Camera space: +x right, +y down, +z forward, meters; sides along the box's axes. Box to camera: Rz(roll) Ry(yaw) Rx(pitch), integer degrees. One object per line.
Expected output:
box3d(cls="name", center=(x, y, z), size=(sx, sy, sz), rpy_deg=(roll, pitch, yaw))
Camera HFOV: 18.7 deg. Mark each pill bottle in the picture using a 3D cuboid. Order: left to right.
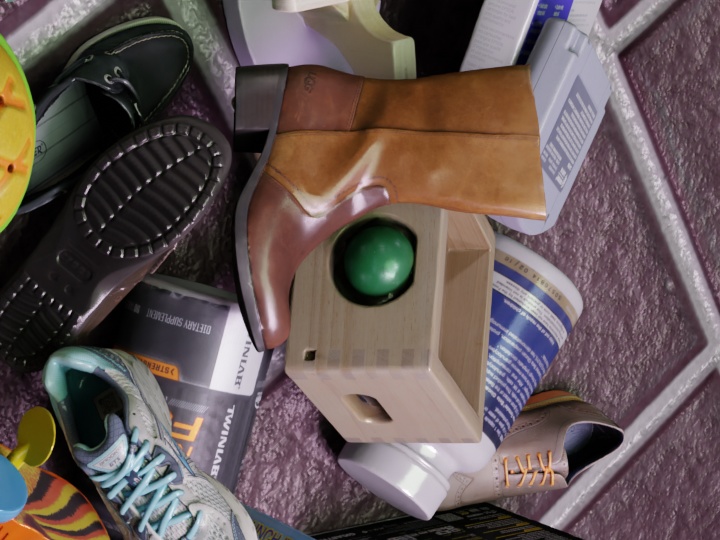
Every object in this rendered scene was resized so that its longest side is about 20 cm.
box3d(cls="pill bottle", center=(-0.126, 0.109, 1.453), size=(0.106, 0.106, 0.201), rpy_deg=(13, 92, -41))
box3d(cls="pill bottle", center=(0.069, 0.078, 1.606), size=(0.111, 0.111, 0.200), rpy_deg=(45, 72, -38))

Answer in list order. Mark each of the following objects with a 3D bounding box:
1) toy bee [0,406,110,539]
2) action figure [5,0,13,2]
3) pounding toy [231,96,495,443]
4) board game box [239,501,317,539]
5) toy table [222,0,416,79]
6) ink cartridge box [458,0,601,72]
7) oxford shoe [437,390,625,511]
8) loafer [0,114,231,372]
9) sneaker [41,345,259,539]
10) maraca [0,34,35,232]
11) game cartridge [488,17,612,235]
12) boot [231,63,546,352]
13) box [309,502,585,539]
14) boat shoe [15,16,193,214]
box3d(cls="toy bee", center=(-0.238, 0.117, 1.326), size=(0.131, 0.109, 0.200), rpy_deg=(-27, 131, 16))
box3d(cls="action figure", center=(-0.156, -0.217, 1.376), size=(0.199, 0.055, 0.119), rpy_deg=(1, 91, -49))
box3d(cls="pounding toy", center=(0.000, 0.000, 1.482), size=(0.200, 0.141, 0.185), rpy_deg=(54, 38, -63))
box3d(cls="board game box", center=(-0.094, 0.260, 1.457), size=(0.196, 0.200, 0.056), rpy_deg=(-56, 133, -13))
box3d(cls="toy table", center=(-0.009, -0.198, 1.468), size=(0.183, 0.117, 0.201), rpy_deg=(-29, 117, -32))
box3d(cls="ink cartridge box", center=(0.127, -0.175, 1.550), size=(0.201, 0.043, 0.198), rpy_deg=(-68, 165, 12))
box3d(cls="oxford shoe", center=(0.119, 0.142, 1.690), size=(0.199, 0.073, 0.072), rpy_deg=(-20, 114, -35))
box3d(cls="loafer", center=(-0.161, -0.022, 1.394), size=(0.200, 0.071, 0.073), rpy_deg=(-43, 89, 7))
box3d(cls="sneaker", center=(-0.138, 0.129, 1.339), size=(0.078, 0.200, 0.086), rpy_deg=(-40, 156, 6))
box3d(cls="maraca", center=(-0.255, -0.100, 1.269), size=(0.137, 0.107, 0.201), rpy_deg=(-19, 113, -33))
box3d(cls="game cartridge", center=(0.129, -0.093, 1.534), size=(0.134, 0.041, 0.200), rpy_deg=(-61, 166, -1))
box3d(cls="boot", center=(0.018, -0.040, 1.390), size=(0.199, 0.069, 0.189), rpy_deg=(2, 72, -4))
box3d(cls="box", center=(0.071, 0.225, 1.614), size=(0.199, 0.159, 0.050), rpy_deg=(-6, 106, -40))
box3d(cls="boat shoe", center=(-0.172, -0.096, 1.388), size=(0.199, 0.066, 0.075), rpy_deg=(-33, 120, -30))
